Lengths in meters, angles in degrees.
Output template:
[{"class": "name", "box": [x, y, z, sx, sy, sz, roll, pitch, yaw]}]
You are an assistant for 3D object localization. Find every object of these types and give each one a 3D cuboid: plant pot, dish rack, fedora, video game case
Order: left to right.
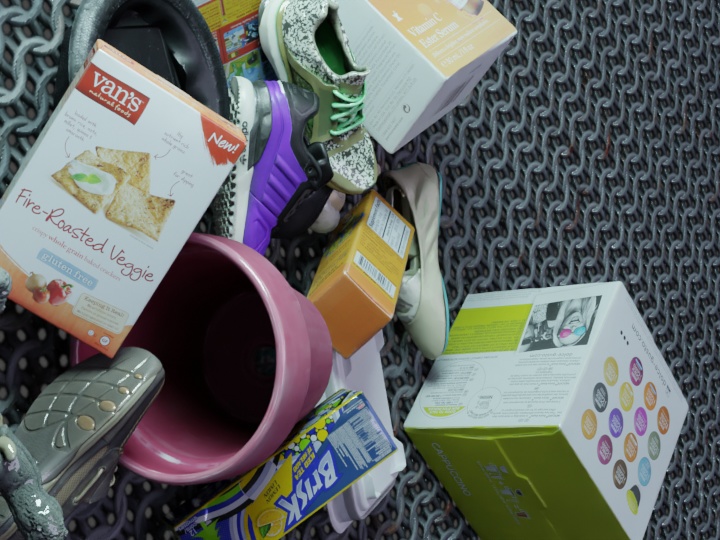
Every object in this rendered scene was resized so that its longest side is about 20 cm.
[{"class": "fedora", "box": [-0.195, -0.141, 1.394, 0.200, 0.091, 0.203, 8, 80, -52]}, {"class": "video game case", "box": [-0.122, -0.223, 1.478, 0.142, 0.017, 0.202, -31, 129, -31]}, {"class": "plant pot", "box": [-0.115, 0.072, 1.414, 0.179, 0.198, 0.203, 6, 81, -68]}, {"class": "dish rack", "box": [-0.002, 0.133, 1.613, 0.172, 0.043, 0.202, -29, 110, -71]}]

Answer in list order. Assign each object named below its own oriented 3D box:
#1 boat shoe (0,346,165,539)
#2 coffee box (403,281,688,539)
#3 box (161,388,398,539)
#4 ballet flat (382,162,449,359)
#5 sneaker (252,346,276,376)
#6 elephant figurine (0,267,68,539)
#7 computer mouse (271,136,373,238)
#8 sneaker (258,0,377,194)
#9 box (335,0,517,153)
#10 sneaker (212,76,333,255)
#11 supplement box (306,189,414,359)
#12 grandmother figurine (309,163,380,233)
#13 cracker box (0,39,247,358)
[{"class": "boat shoe", "box": [-0.227, 0.143, 1.314, 0.200, 0.074, 0.074, -44, 140, -12]}, {"class": "coffee box", "box": [0.199, 0.156, 1.790, 0.200, 0.198, 0.199, 55, 47, -32]}, {"class": "box", "box": [-0.069, 0.184, 1.456, 0.199, 0.070, 0.065, -34, 97, -13]}, {"class": "ballet flat", "box": [0.049, -0.010, 1.734, 0.069, 0.069, 0.203, 4, 81, -52]}, {"class": "sneaker", "box": [-0.082, 0.114, 1.548, 0.091, 0.077, 0.203, -7, 95, -69]}, {"class": "elephant figurine", "box": [-0.302, 0.097, 1.185, 0.141, 0.153, 0.202, 39, 44, -70]}, {"class": "computer mouse", "box": [-0.051, -0.122, 1.576, 0.138, 0.053, 0.201, 30, 64, -5]}, {"class": "sneaker", "box": [-0.023, -0.156, 1.500, 0.077, 0.088, 0.202, -36, 115, -30]}, {"class": "box", "box": [0.020, -0.236, 1.595, 0.200, 0.106, 0.152, 44, 40, 5]}, {"class": "sneaker", "box": [-0.072, -0.073, 1.490, 0.098, 0.070, 0.202, -2, 122, -17]}, {"class": "supplement box", "box": [0.000, 0.000, 1.586, 0.069, 0.066, 0.200, 43, 23, -10]}, {"class": "grandmother figurine", "box": [-0.018, -0.124, 1.653, 0.121, 0.060, 0.201, 37, 54, -27]}, {"class": "cracker box", "box": [-0.194, -0.054, 1.291, 0.133, 0.058, 0.201, 31, 98, -15]}]
